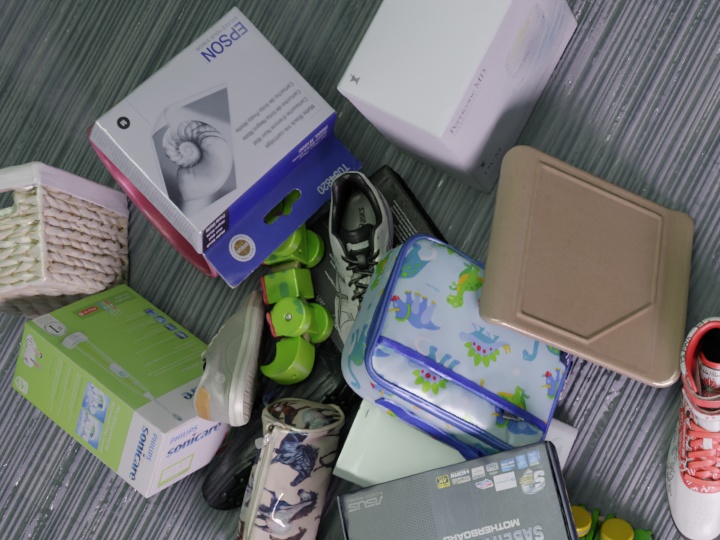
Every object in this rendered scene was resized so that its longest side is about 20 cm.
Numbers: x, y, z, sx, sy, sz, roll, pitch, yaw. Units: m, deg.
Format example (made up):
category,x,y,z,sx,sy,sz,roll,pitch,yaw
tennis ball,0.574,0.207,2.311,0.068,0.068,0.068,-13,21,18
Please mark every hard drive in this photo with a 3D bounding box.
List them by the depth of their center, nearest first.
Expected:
category,x,y,z,sx,sy,sz,roll,pitch,yaw
hard drive,0.090,0.171,1.408,0.198,0.026,0.133,23,86,5

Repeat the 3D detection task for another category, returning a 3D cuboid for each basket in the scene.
category,x,y,z,sx,sy,sz,roll,pitch,yaw
basket,-0.336,-0.026,1.552,0.134,0.200,0.125,-11,80,17

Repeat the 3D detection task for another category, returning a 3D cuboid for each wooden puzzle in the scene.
category,x,y,z,sx,sy,sz,roll,pitch,yaw
wooden puzzle,0.208,-0.002,1.367,0.198,0.037,0.187,19,62,-14

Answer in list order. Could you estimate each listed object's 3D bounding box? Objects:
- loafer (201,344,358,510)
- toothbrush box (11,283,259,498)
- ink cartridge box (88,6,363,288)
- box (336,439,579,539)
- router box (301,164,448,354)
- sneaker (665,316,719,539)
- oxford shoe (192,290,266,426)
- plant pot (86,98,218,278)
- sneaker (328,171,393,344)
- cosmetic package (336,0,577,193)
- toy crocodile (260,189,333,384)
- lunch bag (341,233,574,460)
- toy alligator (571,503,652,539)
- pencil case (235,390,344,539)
category,x,y,z,sx,sy,sz,roll,pitch,yaw
loafer,-0.085,0.159,1.490,0.201,0.068,0.071,-45,49,7
toothbrush box,-0.227,0.115,1.493,0.199,0.145,0.087,32,122,23
ink cartridge box,-0.120,-0.120,1.411,0.200,0.041,0.200,46,63,-2
box,0.090,0.248,1.280,0.198,0.051,0.159,-16,73,12
router box,0.028,0.018,1.485,0.149,0.051,0.201,-38,68,10
sneaker,0.307,0.141,1.325,0.067,0.108,0.203,9,81,21
oxford shoe,-0.126,0.081,1.462,0.057,0.201,0.076,1,121,7
plant pot,-0.150,-0.124,1.518,0.179,0.200,0.200,-42,67,-10
sneaker,0.000,0.000,1.405,0.075,0.088,0.202,-15,64,7
cosmetic package,0.099,-0.209,1.433,0.122,0.200,0.201,27,88,23
toy crocodile,-0.072,0.010,1.461,0.061,0.067,0.202,-11,78,23
lunch bag,0.091,0.076,1.345,0.199,0.082,0.162,30,67,-15
toy alligator,0.241,0.251,1.358,0.198,0.060,0.054,16,41,14
pencil case,-0.078,0.219,1.425,0.078,0.089,0.202,37,117,51
